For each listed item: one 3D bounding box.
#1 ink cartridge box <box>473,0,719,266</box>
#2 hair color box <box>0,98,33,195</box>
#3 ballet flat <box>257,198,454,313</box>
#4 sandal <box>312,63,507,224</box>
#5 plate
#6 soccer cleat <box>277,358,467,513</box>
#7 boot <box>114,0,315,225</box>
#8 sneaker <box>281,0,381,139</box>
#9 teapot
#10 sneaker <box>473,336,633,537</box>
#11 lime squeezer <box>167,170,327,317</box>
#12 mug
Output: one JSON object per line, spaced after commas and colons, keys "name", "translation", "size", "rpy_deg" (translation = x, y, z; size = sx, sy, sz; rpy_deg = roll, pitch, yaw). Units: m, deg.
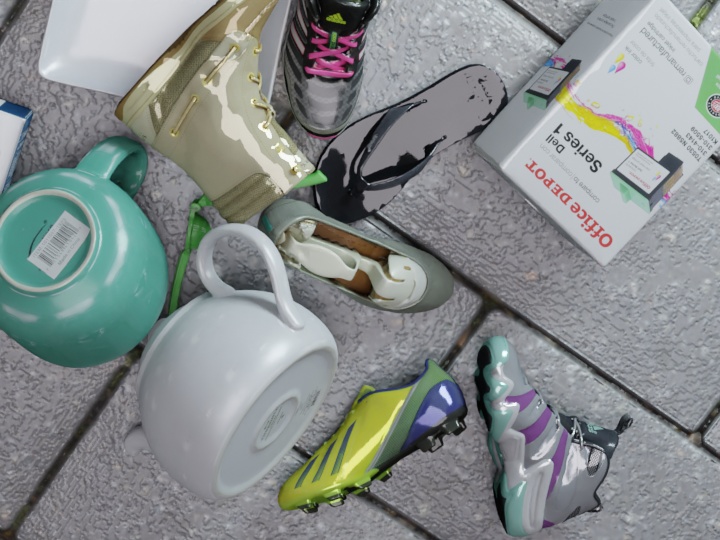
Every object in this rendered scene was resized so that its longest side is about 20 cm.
{"name": "ink cartridge box", "translation": [0.220, -0.127, 1.258], "size": [0.145, 0.084, 0.200], "rpy_deg": [40, 97, -22]}
{"name": "hair color box", "translation": [-0.360, -0.057, 1.240], "size": [0.099, 0.061, 0.201], "rpy_deg": [20, 101, -9]}
{"name": "ballet flat", "translation": [0.000, 0.000, 1.270], "size": [0.199, 0.064, 0.068], "rpy_deg": [23, 107, -22]}
{"name": "sandal", "translation": [0.039, -0.115, 1.274], "size": [0.200, 0.043, 0.076], "rpy_deg": [-37, 104, 4]}
{"name": "plate", "translation": [-0.157, -0.239, 1.230], "size": [0.198, 0.032, 0.202], "rpy_deg": [13, 103, -7]}
{"name": "soccer cleat", "translation": [0.005, 0.154, 1.337], "size": [0.199, 0.065, 0.084], "rpy_deg": [-32, 75, 7]}
{"name": "boot", "translation": [-0.085, -0.146, 1.199], "size": [0.200, 0.073, 0.155], "rpy_deg": [-42, 99, 13]}
{"name": "sneaker", "translation": [-0.024, -0.208, 1.222], "size": [0.073, 0.087, 0.202], "rpy_deg": [8, 103, -7]}
{"name": "teapot", "translation": [-0.124, 0.086, 1.252], "size": [0.146, 0.198, 0.200], "rpy_deg": [37, 76, 19]}
{"name": "sneaker", "translation": [0.184, 0.142, 1.339], "size": [0.139, 0.078, 0.201], "rpy_deg": [-12, 114, -4]}
{"name": "lime squeezer", "translation": [-0.125, -0.038, 1.281], "size": [0.200, 0.038, 0.071], "rpy_deg": [-44, 117, 11]}
{"name": "mug", "translation": [-0.247, -0.022, 1.208], "size": [0.151, 0.114, 0.186], "rpy_deg": [-12, 71, 4]}
